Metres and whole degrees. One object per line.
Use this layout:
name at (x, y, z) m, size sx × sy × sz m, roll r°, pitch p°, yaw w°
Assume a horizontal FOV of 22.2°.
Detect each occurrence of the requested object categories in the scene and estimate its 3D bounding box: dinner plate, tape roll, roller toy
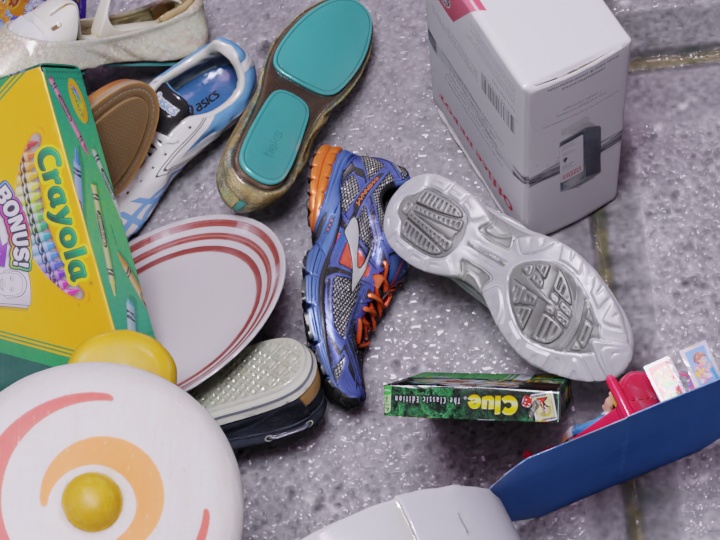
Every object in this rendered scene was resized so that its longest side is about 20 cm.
dinner plate at (-0.139, 0.035, 1.271) m, size 0.200 × 0.024 × 0.200 m, roll -20°, pitch 37°, yaw 15°
tape roll at (0.011, 0.211, 1.099) m, size 0.202 × 0.203 × 0.071 m, roll -24°, pitch 62°, yaw -4°
roller toy at (-0.160, 0.153, 1.104) m, size 0.200 × 0.140 × 0.183 m, roll -38°, pitch 79°, yaw -21°

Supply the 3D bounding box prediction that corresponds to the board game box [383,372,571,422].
board game box at (0.079, 0.079, 1.160) m, size 0.104 × 0.200 × 0.024 m, roll -1°, pitch 89°, yaw 9°

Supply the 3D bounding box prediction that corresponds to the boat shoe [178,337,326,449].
boat shoe at (-0.114, 0.101, 1.250) m, size 0.199 × 0.062 × 0.075 m, roll -16°, pitch 45°, yaw 17°

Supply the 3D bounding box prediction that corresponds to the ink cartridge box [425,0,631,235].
ink cartridge box at (0.112, -0.134, 1.253) m, size 0.085 × 0.200 × 0.146 m, roll -25°, pitch 63°, yaw -10°

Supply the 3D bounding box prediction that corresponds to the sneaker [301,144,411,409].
sneaker at (0.000, 0.000, 1.277) m, size 0.078 × 0.075 × 0.201 m, roll 0°, pitch 66°, yaw 5°

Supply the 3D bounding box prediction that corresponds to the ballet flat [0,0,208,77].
ballet flat at (-0.203, -0.178, 1.353) m, size 0.200 × 0.063 × 0.067 m, roll -12°, pitch 29°, yaw -35°

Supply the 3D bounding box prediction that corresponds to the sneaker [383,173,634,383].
sneaker at (0.114, 0.004, 1.241) m, size 0.200 × 0.099 × 0.078 m, roll 41°, pitch 102°, yaw 25°

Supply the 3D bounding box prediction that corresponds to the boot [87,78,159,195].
boot at (-0.246, -0.091, 1.327) m, size 0.200 × 0.074 × 0.155 m, roll -45°, pitch 47°, yaw 4°

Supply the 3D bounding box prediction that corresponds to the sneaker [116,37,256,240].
sneaker at (-0.156, -0.095, 1.345) m, size 0.072 × 0.073 × 0.200 m, roll 38°, pitch 78°, yaw 21°

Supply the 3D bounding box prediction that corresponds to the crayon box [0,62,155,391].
crayon box at (-0.223, -0.025, 1.224) m, size 0.118 × 0.058 × 0.201 m, roll -16°, pitch 90°, yaw 19°

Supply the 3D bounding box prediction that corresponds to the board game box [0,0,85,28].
board game box at (-0.317, -0.212, 1.442) m, size 0.199 × 0.045 × 0.135 m, roll -5°, pitch 64°, yaw 6°

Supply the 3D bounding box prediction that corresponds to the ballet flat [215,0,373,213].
ballet flat at (-0.052, -0.120, 1.343) m, size 0.070 × 0.071 × 0.200 m, roll 15°, pitch 54°, yaw 15°

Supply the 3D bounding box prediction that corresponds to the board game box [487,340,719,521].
board game box at (0.159, 0.098, 1.154) m, size 0.199 × 0.158 × 0.039 m, roll -22°, pitch 69°, yaw -2°
